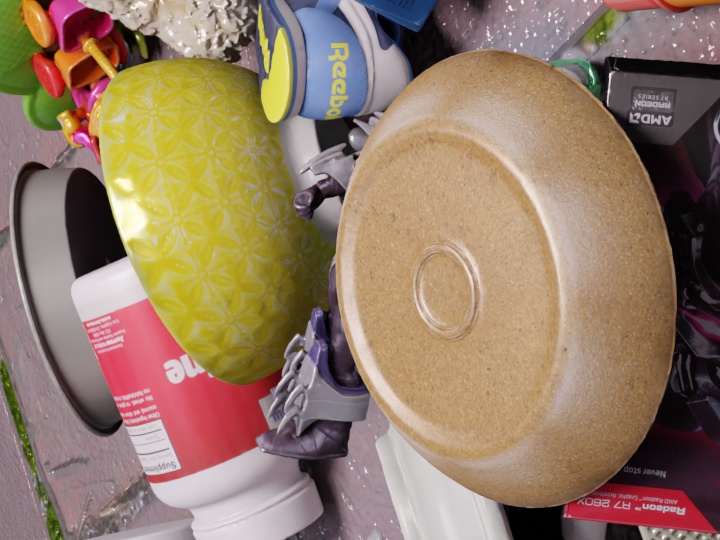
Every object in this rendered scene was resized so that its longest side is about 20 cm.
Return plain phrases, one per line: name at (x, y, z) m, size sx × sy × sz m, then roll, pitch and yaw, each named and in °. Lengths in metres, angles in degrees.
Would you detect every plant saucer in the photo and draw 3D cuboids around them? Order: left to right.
plant saucer at (0.046, 0.130, 0.836) m, size 0.200 × 0.050 × 0.202 m, roll 162°, pitch 90°, yaw -89°
plant saucer at (0.048, 0.007, 0.702) m, size 0.199 × 0.035 × 0.202 m, roll 12°, pitch 106°, yaw 48°

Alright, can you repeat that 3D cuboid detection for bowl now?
bowl at (-0.056, -0.044, 0.954) m, size 0.107 × 0.200 × 0.202 m, roll -21°, pitch 77°, yaw 18°

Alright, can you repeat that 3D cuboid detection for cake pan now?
cake pan at (-0.189, 0.016, 1.145) m, size 0.200 × 0.036 × 0.202 m, roll -16°, pitch -90°, yaw -82°

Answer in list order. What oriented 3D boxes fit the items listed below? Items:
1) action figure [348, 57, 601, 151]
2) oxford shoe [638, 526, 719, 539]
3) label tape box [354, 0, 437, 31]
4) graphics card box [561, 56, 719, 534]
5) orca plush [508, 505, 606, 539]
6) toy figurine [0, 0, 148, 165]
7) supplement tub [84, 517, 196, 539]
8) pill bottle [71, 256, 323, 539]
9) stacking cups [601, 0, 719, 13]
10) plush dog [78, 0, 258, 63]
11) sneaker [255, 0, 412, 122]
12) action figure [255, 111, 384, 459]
action figure at (0.071, -0.066, 0.855) m, size 0.199 × 0.054 × 0.119 m, roll -12°, pitch 84°, yaw 50°
oxford shoe at (0.156, 0.049, 0.757) m, size 0.058 × 0.074 × 0.202 m, roll -80°, pitch -18°, yaw -78°
label tape box at (-0.004, -0.245, 0.877) m, size 0.200 × 0.063 × 0.145 m, roll 46°, pitch 111°, yaw 38°
graphics card box at (0.156, 0.014, 0.693) m, size 0.051 × 0.124 × 0.202 m, roll -64°, pitch -21°, yaw -74°
orca plush at (0.088, 0.065, 0.796) m, size 0.105 × 0.070 × 0.202 m, roll -86°, pitch 0°, yaw -67°
toy figurine at (-0.161, -0.107, 1.120) m, size 0.184 × 0.149 × 0.201 m, roll 50°, pitch 156°, yaw 24°
supplement tub at (-0.150, 0.288, 1.157) m, size 0.132 × 0.131 × 0.202 m, roll -16°, pitch 84°, yaw 54°
pill bottle at (-0.100, 0.079, 1.047) m, size 0.112 × 0.112 × 0.202 m, roll -16°, pitch 98°, yaw 54°
stacking cups at (0.179, -0.135, 0.691) m, size 0.199 × 0.060 × 0.061 m, roll 1°, pitch 98°, yaw 58°
plush dog at (-0.136, -0.241, 0.983) m, size 0.172 × 0.159 × 0.202 m, roll 121°, pitch 141°, yaw -52°
sneaker at (-0.019, -0.145, 0.934) m, size 0.201 × 0.081 × 0.074 m, roll -100°, pitch 12°, yaw -53°
action figure at (0.000, 0.000, 0.849) m, size 0.130 × 0.069 × 0.202 m, roll -110°, pitch 34°, yaw -60°
